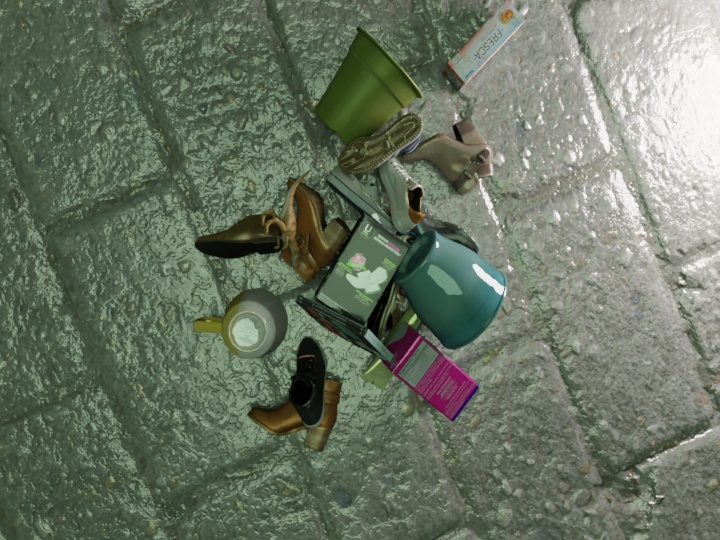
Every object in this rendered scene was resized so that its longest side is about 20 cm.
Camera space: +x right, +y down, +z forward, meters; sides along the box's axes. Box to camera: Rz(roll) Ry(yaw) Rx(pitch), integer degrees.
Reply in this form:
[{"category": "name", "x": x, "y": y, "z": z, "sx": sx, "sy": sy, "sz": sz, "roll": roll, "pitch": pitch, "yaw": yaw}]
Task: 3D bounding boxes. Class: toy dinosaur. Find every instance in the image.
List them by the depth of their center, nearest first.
[{"category": "toy dinosaur", "x": -0.159, "y": -0.112, "z": 1.259, "sx": 0.103, "sy": 0.060, "sz": 0.208, "roll": -4, "pitch": 98, "yaw": -23}]

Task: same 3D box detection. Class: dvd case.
[{"category": "dvd case", "x": -0.034, "y": 0.121, "z": 1.232, "sx": 0.196, "sy": 0.146, "sz": 0.022, "roll": 25, "pitch": 75, "yaw": 35}]

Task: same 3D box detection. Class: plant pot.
[{"category": "plant pot", "x": 0.177, "y": 0.025, "z": 1.242, "sx": 0.187, "sy": 0.200, "sz": 0.202, "roll": 40, "pitch": 88, "yaw": -17}, {"category": "plant pot", "x": 0.003, "y": -0.371, "z": 1.261, "sx": 0.200, "sy": 0.200, "sz": 0.191, "roll": 43, "pitch": 100, "yaw": -4}]

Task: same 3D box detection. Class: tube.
[{"category": "tube", "x": 0.079, "y": 0.172, "z": 1.333, "sx": 0.057, "sy": 0.052, "sz": 0.204, "roll": 32, "pitch": 90, "yaw": 10}]

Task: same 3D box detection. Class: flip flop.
[{"category": "flip flop", "x": 0.065, "y": 0.088, "z": 1.318, "sx": 0.056, "sy": 0.081, "sz": 0.207, "roll": 20, "pitch": 90, "yaw": -19}]

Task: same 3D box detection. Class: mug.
[{"category": "mug", "x": -0.247, "y": 0.130, "z": 1.257, "sx": 0.183, "sy": 0.153, "sz": 0.153, "roll": -30, "pitch": 94, "yaw": -3}]

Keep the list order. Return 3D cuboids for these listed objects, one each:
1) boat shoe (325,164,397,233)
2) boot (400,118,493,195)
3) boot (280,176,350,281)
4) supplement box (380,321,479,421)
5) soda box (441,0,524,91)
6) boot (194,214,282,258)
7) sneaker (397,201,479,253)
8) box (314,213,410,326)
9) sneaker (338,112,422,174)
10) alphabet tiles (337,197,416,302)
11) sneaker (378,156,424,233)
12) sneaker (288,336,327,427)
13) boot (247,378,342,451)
[{"category": "boat shoe", "x": 0.019, "y": -0.170, "z": 1.311, "sx": 0.201, "sy": 0.075, "sz": 0.087, "roll": 41, "pitch": 85, "yaw": 10}, {"category": "boot", "x": 0.205, "y": -0.241, "z": 1.328, "sx": 0.195, "sy": 0.070, "sz": 0.150, "roll": -25, "pitch": 100, "yaw": 4}, {"category": "boot", "x": -0.132, "y": -0.093, "z": 1.304, "sx": 0.155, "sy": 0.073, "sz": 0.201, "roll": -47, "pitch": 73, "yaw": 17}, {"category": "supplement box", "x": 0.149, "y": 0.220, "z": 1.286, "sx": 0.199, "sy": 0.101, "sz": 0.104, "roll": 42, "pitch": 88, "yaw": -20}, {"category": "soda box", "x": 0.274, "y": -0.503, "z": 1.324, "sx": 0.064, "sy": 0.068, "sz": 0.200, "roll": 44, "pitch": 89, "yaw": -4}, {"category": "boot", "x": -0.270, "y": -0.077, "z": 1.305, "sx": 0.192, "sy": 0.074, "sz": 0.078, "roll": -5, "pitch": 66, "yaw": -3}, {"category": "sneaker", "x": 0.174, "y": -0.075, "z": 1.325, "sx": 0.195, "sy": 0.073, "sz": 0.084, "roll": 28, "pitch": 85, "yaw": 6}, {"category": "box", "x": 0.000, "y": 0.000, "z": 1.266, "sx": 0.122, "sy": 0.149, "sz": 0.204, "roll": 32, "pitch": 90, "yaw": -5}, {"category": "sneaker", "x": 0.049, "y": -0.263, "z": 1.258, "sx": 0.195, "sy": 0.108, "sz": 0.072, "roll": -27, "pitch": 91, "yaw": 13}, {"category": "alphabet tiles", "x": 0.063, "y": -0.035, "z": 1.349, "sx": 0.167, "sy": 0.008, "sz": 0.200, "roll": -45, "pitch": 94, "yaw": -3}, {"category": "sneaker", "x": 0.099, "y": -0.189, "z": 1.285, "sx": 0.084, "sy": 0.071, "sz": 0.207, "roll": -30, "pitch": 65, "yaw": 37}, {"category": "sneaker", "x": -0.113, "y": 0.220, "z": 1.257, "sx": 0.068, "sy": 0.100, "sz": 0.206, "roll": -9, "pitch": 57, "yaw": 6}, {"category": "boot", "x": -0.142, "y": 0.294, "z": 1.309, "sx": 0.193, "sy": 0.077, "sz": 0.161, "roll": 18, "pitch": 83, "yaw": 6}]
